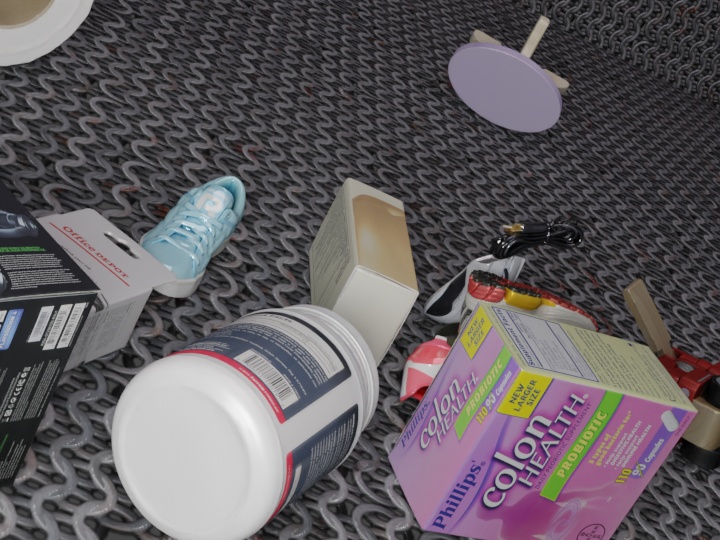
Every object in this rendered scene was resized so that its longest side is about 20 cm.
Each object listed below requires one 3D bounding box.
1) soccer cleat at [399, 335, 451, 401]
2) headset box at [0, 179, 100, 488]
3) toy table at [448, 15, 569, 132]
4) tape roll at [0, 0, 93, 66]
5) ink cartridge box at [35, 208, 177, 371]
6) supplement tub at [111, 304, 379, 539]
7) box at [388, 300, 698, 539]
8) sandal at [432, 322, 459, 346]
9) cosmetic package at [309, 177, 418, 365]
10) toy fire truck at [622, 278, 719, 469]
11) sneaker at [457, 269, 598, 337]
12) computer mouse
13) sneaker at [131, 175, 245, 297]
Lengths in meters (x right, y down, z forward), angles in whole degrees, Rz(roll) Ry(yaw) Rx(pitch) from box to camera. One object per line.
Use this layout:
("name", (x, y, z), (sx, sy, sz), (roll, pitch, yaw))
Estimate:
("soccer cleat", (0.128, 0.141, 1.279), (0.199, 0.067, 0.077), (32, 53, -6))
("headset box", (-0.293, 0.023, 0.888), (0.200, 0.175, 0.092), (44, 28, 28))
("toy table", (0.251, -0.326, 2.181), (0.200, 0.184, 0.117), (39, 39, -8))
("tape roll", (-0.387, -0.326, 1.427), (0.201, 0.203, 0.071), (4, 35, -43))
("ink cartridge box", (-0.254, 0.020, 1.068), (0.116, 0.068, 0.200), (37, 26, 16))
("supplement tub", (-0.081, 0.109, 0.997), (0.140, 0.141, 0.200), (35, 25, 14))
("box", (0.157, 0.143, 1.149), (0.198, 0.177, 0.097), (15, 27, -28))
("sandal", (0.168, 0.099, 1.403), (0.199, 0.058, 0.080), (8, 34, -10))
("cosmetic package", (0.000, 0.000, 1.344), (0.071, 0.106, 0.201), (22, 27, -15))
("toy fire truck", (0.368, 0.113, 1.528), (0.199, 0.130, 0.175), (29, 22, 28))
("sneaker", (0.165, 0.057, 1.341), (0.199, 0.083, 0.078), (15, 10, -43))
("computer mouse", (0.141, 0.011, 1.388), (0.109, 0.200, 0.044), (-9, 65, -38))
("sneaker", (-0.163, -0.044, 1.275), (0.073, 0.082, 0.200), (27, 24, -2))
